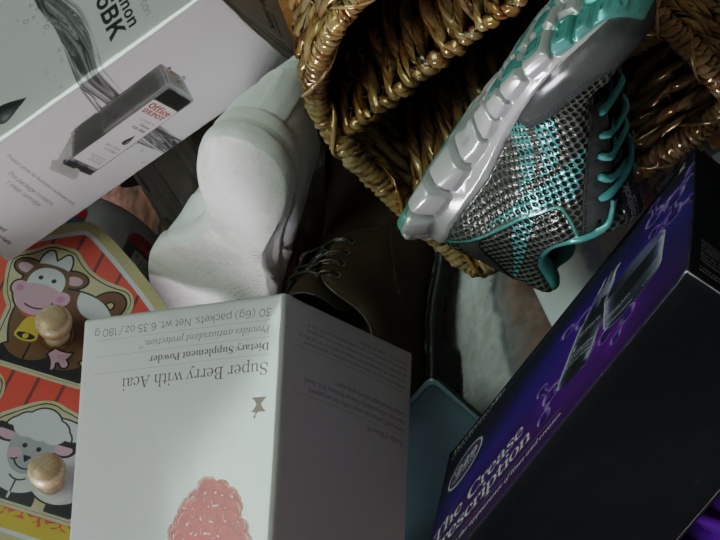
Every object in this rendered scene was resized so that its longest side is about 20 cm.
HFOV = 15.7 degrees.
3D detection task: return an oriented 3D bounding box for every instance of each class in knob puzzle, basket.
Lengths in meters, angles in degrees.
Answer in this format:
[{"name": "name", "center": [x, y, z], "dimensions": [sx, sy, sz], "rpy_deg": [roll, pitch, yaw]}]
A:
[{"name": "knob puzzle", "center": [-0.184, 0.049, 1.388], "dimensions": [0.030, 0.219, 0.220], "rpy_deg": [84, 170, -55]}, {"name": "basket", "center": [0.062, -0.110, 1.243], "dimensions": [0.200, 0.143, 0.149], "rpy_deg": [-32, 54, 41]}]

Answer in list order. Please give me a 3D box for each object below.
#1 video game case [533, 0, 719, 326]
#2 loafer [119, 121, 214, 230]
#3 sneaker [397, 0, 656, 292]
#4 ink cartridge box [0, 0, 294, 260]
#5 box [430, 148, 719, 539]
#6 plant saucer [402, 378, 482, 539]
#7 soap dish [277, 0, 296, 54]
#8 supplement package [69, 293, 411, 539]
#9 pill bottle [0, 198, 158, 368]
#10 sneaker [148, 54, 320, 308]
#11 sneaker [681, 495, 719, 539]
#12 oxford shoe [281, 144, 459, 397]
[{"name": "video game case", "center": [0.126, -0.088, 1.289], "dimensions": [0.182, 0.024, 0.200], "rpy_deg": [-49, 46, 29]}, {"name": "loafer", "center": [-0.121, -0.077, 1.509], "dimensions": [0.070, 0.070, 0.200], "rpy_deg": [-49, 65, 28]}, {"name": "sneaker", "center": [0.095, -0.060, 1.178], "dimensions": [0.078, 0.091, 0.200], "rpy_deg": [-59, 3, -36]}, {"name": "ink cartridge box", "center": [-0.152, -0.125, 1.410], "dimensions": [0.200, 0.083, 0.147], "rpy_deg": [-34, 51, 14]}, {"name": "box", "center": [0.116, 0.063, 1.160], "dimensions": [0.200, 0.079, 0.141], "rpy_deg": [-53, 5, 24]}, {"name": "plant saucer", "center": [0.005, 0.136, 1.336], "dimensions": [0.200, 0.070, 0.019], "rpy_deg": [-48, 3, 28]}, {"name": "soap dish", "center": [-0.008, -0.211, 1.446], "dimensions": [0.200, 0.081, 0.157], "rpy_deg": [-29, 57, 40]}, {"name": "supplement package", "center": [-0.058, 0.126, 1.247], "dimensions": [0.121, 0.120, 0.200], "rpy_deg": [-8, 71, 30]}, {"name": "pill bottle", "center": [-0.187, 0.060, 1.478], "dimensions": [0.120, 0.120, 0.200], "rpy_deg": [-33, 25, 39]}, {"name": "sneaker", "center": [-0.055, -0.039, 1.404], "dimensions": [0.089, 0.075, 0.200], "rpy_deg": [-61, 0, -35]}, {"name": "sneaker", "center": [0.156, 0.135, 1.153], "dimensions": [0.200, 0.070, 0.100], "rpy_deg": [-36, 45, 32]}, {"name": "oxford shoe", "center": [0.000, 0.000, 1.365], "dimensions": [0.073, 0.084, 0.200], "rpy_deg": [-34, 52, 41]}]
